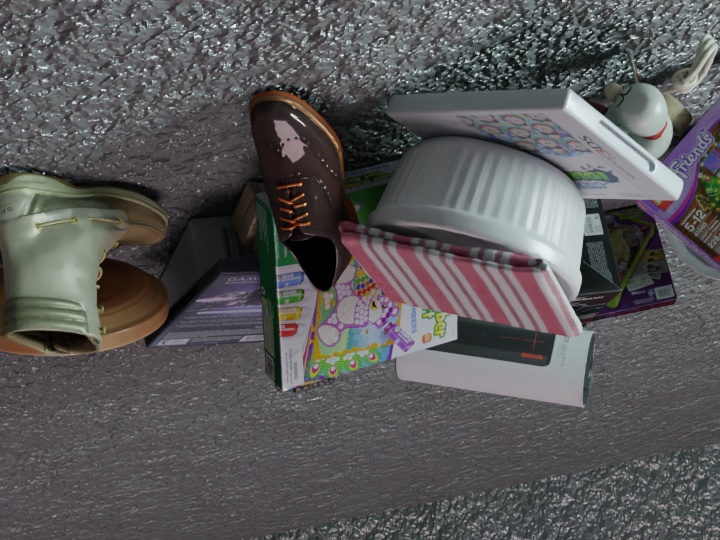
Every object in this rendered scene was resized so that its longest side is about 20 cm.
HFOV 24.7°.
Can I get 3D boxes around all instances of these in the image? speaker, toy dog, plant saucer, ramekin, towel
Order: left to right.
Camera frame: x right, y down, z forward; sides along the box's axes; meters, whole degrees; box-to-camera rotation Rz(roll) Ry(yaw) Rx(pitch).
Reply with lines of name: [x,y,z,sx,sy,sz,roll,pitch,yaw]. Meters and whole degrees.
plant saucer: [-0.283,0.027,1.569,0.200,0.032,0.200,2,-159,-1]
towel: [0.090,0.005,1.453,0.200,0.030,0.146,11,162,23]
ramekin: [0.110,-0.045,1.480,0.202,0.094,0.202,17,166,4]
speaker: [0.141,0.088,1.703,0.200,0.081,0.081,8,166,14]
toy dog: [0.235,-0.143,1.475,0.132,0.096,0.200,-52,165,-20]

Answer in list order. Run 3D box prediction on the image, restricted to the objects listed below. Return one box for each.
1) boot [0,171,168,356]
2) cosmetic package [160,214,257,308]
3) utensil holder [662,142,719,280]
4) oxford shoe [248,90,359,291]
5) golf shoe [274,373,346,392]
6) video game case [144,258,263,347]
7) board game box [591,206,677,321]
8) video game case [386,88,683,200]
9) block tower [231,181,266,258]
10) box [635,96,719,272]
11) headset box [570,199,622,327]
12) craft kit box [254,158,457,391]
boot: [-0.246,0.001,1.479,0.072,0.155,0.200,-25,158,35]
cosmetic package: [-0.143,0.010,1.716,0.101,0.071,0.200,-6,162,-19]
utensil holder: [0.435,-0.067,1.711,0.170,0.170,0.200,-26,159,37]
oxford shoe: [-0.048,-0.068,1.430,0.071,0.073,0.200,-8,132,20]
golf shoe: [-0.026,0.046,1.717,0.077,0.088,0.200,14,126,-47]
video game case: [-0.116,0.033,1.655,0.143,0.019,0.200,-2,157,-30]
board game box: [0.247,0.001,1.868,0.200,0.120,0.032,-11,165,-2]
video game case: [0.151,-0.107,1.435,0.200,0.024,0.182,4,161,45]
block tower: [-0.023,-0.049,1.620,0.200,0.054,0.058,-2,139,-31]
box: [0.363,-0.096,1.482,0.200,0.137,0.039,-49,159,0]
headset box: [0.197,-0.010,1.755,0.075,0.149,0.200,-6,162,-14]
craft kit box: [0.000,0.000,1.586,0.197,0.049,0.200,-17,123,-24]
